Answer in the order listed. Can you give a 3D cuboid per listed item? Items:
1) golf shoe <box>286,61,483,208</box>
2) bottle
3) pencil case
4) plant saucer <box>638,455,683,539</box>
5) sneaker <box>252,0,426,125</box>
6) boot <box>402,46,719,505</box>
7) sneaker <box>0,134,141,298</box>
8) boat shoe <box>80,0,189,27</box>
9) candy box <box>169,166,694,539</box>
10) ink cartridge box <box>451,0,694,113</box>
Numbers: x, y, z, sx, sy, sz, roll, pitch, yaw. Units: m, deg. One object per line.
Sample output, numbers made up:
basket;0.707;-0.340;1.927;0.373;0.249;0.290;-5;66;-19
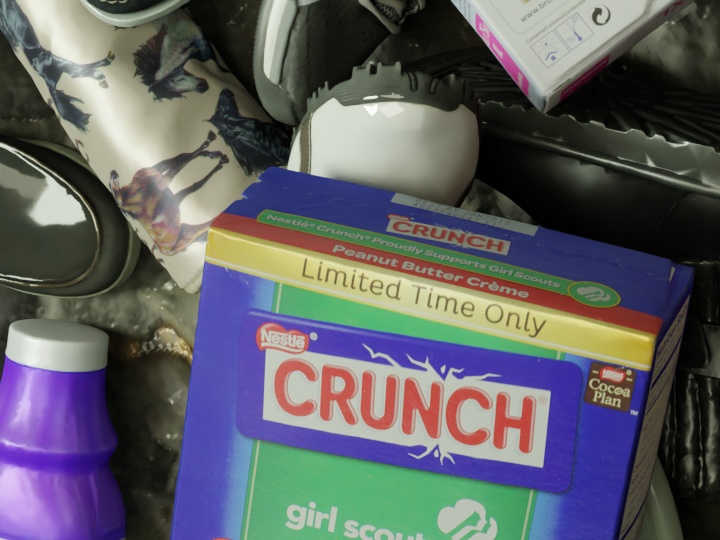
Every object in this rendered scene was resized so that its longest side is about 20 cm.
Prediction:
golf shoe;0.000;0.000;0.990;0.078;0.095;0.200;9;144;-12
bottle;-0.153;0.125;1.168;0.083;0.065;0.201;12;101;24
pencil case;-0.094;-0.086;1.109;0.200;0.089;0.078;54;147;11
plant saucer;0.047;0.105;1.032;0.200;0.050;0.201;26;127;41
sneaker;0.038;-0.140;1.029;0.115;0.075;0.200;23;94;16
boot;0.095;0.001;1.027;0.211;0.079;0.158;21;118;36
sneaker;-0.206;-0.032;1.152;0.200;0.106;0.075;20;104;23
boat shoe;-0.059;-0.193;1.052;0.076;0.060;0.200;34;89;11
candy box;0.021;0.079;0.934;0.169;0.077;0.200;14;114;12
ink cartridge box;0.058;-0.176;0.981;0.119;0.042;0.200;-37;82;-5
